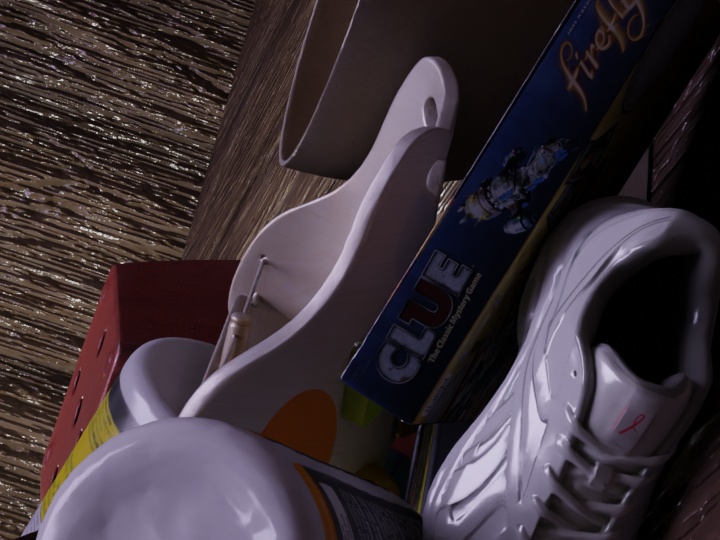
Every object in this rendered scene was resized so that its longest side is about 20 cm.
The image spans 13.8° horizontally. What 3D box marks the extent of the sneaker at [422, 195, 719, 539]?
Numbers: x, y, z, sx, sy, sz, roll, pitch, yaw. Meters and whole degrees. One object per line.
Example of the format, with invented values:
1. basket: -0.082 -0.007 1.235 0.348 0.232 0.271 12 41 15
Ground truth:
1. sneaker: 0.079 0.063 1.076 0.099 0.078 0.200 163 124 -76

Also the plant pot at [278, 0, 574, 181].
1. plant pot: 0.055 -0.125 1.449 0.200 0.134 0.201 -162 90 -82

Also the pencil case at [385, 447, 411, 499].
1. pencil case: -0.020 0.180 1.443 0.092 0.085 0.200 55 -148 -39

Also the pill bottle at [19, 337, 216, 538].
1. pill bottle: -0.104 0.142 1.405 0.200 0.114 0.114 -58 12 22

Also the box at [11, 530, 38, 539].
1. box: -0.174 0.251 1.299 0.200 0.164 0.166 -53 -16 22

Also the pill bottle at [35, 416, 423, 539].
1. pill bottle: -0.031 0.127 1.119 0.200 0.116 0.117 31 -105 -63

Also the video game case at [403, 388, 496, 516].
1. video game case: 0.035 0.108 1.336 0.181 0.025 0.200 102 179 -57

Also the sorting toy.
1. sorting toy: 0.000 0.000 1.316 0.200 0.107 0.180 -73 4 -67

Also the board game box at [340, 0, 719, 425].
1. board game box: 0.072 -0.032 1.165 0.200 0.035 0.135 -58 -12 4

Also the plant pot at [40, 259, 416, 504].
1. plant pot: -0.072 0.101 1.615 0.200 0.176 0.200 -107 36 -68

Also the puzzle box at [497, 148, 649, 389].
1. puzzle box: 0.084 0.047 1.256 0.200 0.025 0.133 -81 12 -50
